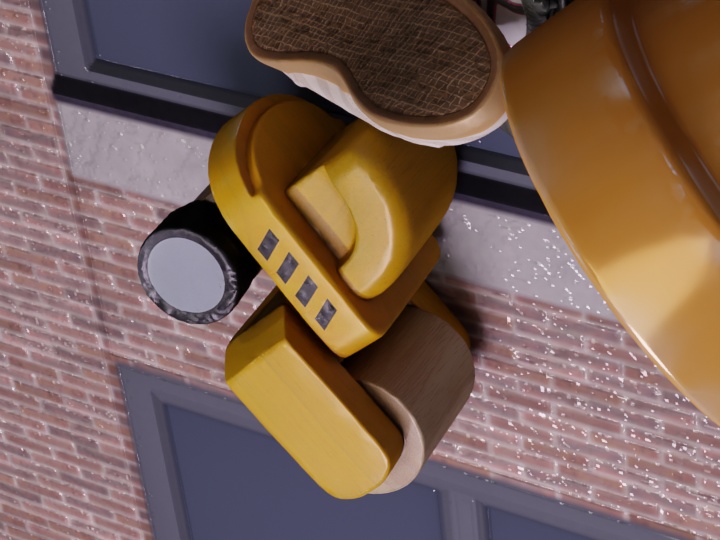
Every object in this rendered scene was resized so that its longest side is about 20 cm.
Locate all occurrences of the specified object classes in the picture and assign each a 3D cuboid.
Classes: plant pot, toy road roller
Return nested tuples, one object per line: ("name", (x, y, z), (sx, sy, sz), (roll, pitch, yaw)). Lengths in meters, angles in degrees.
("plant pot", (0.188, -0.059, 0.853), (0.183, 0.200, 0.200), (-36, 100, 22))
("toy road roller", (0.000, 0.000, 1.098), (0.146, 0.123, 0.200), (-33, 101, 36))

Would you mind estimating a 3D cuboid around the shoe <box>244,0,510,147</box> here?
("shoe", (0.018, -0.099, 0.998), (0.053, 0.070, 0.200), (24, -177, -36))

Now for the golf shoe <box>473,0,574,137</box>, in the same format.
("golf shoe", (0.067, -0.137, 0.966), (0.088, 0.077, 0.200), (16, 131, 39))
